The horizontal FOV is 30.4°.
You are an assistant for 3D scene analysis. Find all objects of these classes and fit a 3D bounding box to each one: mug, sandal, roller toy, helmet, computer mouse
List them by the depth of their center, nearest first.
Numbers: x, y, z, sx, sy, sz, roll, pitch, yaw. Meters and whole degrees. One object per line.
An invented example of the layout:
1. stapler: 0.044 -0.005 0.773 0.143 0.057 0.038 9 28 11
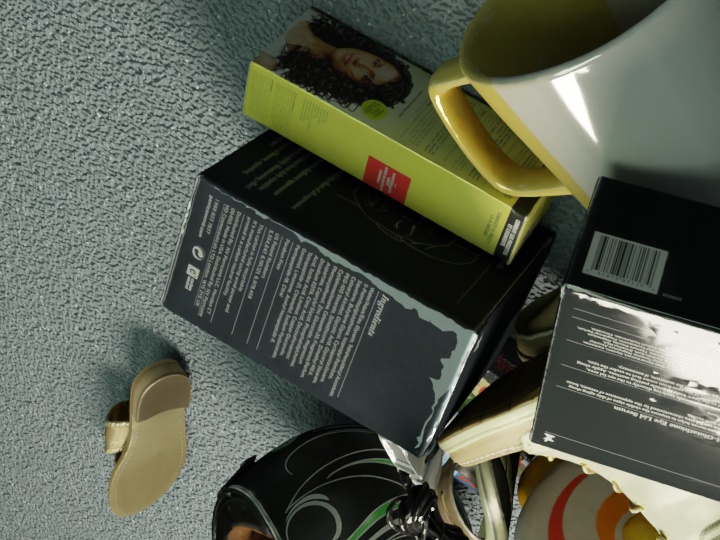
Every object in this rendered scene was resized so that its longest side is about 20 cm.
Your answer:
1. mug: 0.146 -0.094 0.705 0.153 0.149 0.187 51 173 -27
2. computer mouse: 0.039 0.107 0.889 0.044 0.201 0.110 -23 136 12
3. roller toy: 0.195 0.213 0.904 0.181 0.201 0.140 1 132 9
4. sandal: 0.082 0.169 0.958 0.057 0.080 0.202 7 138 9
5. helmet: -0.004 0.223 1.064 0.200 0.190 0.201 28 124 52
6. sandal: -0.209 0.143 1.264 0.070 0.077 0.212 55 143 33

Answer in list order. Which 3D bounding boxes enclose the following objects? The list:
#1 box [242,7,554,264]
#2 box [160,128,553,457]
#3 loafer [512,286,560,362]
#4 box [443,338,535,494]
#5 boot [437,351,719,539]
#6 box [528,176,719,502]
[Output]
1. box: 0.028 -0.087 0.835 0.199 0.075 0.050 30 140 10
2. box: 0.000 0.000 0.862 0.199 0.148 0.107 29 123 13
3. loafer: 0.164 0.000 0.815 0.200 0.076 0.068 -31 103 41
4. box: 0.050 0.080 1.003 0.199 0.038 0.137 33 141 9
5. boot: 0.156 0.119 0.803 0.199 0.072 0.155 -28 102 36
6. box: 0.193 0.049 0.645 0.199 0.079 0.142 17 142 11
